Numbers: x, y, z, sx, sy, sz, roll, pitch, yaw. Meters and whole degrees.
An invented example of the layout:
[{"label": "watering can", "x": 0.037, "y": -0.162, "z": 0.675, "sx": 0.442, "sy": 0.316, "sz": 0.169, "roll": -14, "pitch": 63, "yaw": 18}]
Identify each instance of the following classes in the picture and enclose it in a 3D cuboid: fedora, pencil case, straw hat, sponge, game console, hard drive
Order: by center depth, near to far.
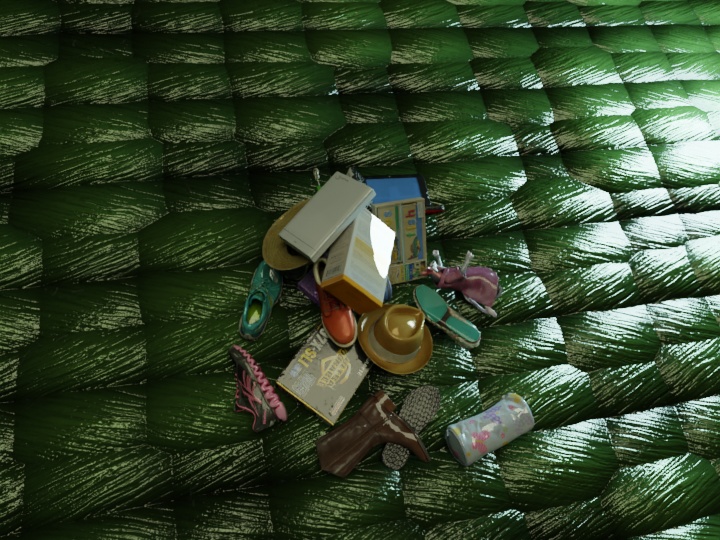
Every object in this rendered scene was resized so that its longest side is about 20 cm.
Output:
[{"label": "hard drive", "x": -0.075, "y": -0.121, "z": 1.179, "sx": 0.200, "sy": 0.027, "sz": 0.131, "roll": -48, "pitch": 47, "yaw": -11}, {"label": "pencil case", "x": 0.285, "y": 0.349, "z": 1.195, "sx": 0.198, "sy": 0.083, "sz": 0.092, "roll": -23, "pitch": 77, "yaw": -18}, {"label": "fedora", "x": 0.090, "y": 0.136, "z": 1.229, "sx": 0.198, "sy": 0.082, "sz": 0.203, "roll": 15, "pitch": 45, "yaw": -15}, {"label": "straw hat", "x": -0.119, "y": -0.061, "z": 1.236, "sx": 0.198, "sy": 0.085, "sz": 0.204, "roll": -15, "pitch": 51, "yaw": 19}, {"label": "sponge", "x": -0.050, "y": 0.003, "z": 1.324, "sx": 0.111, "sy": 0.030, "sz": 0.200, "roll": 39, "pitch": 64, "yaw": 7}, {"label": "game console", "x": 0.098, "y": -0.199, "z": 1.400, "sx": 0.196, "sy": 0.172, "sz": 0.121, "roll": -5, "pitch": 93, "yaw": -11}]

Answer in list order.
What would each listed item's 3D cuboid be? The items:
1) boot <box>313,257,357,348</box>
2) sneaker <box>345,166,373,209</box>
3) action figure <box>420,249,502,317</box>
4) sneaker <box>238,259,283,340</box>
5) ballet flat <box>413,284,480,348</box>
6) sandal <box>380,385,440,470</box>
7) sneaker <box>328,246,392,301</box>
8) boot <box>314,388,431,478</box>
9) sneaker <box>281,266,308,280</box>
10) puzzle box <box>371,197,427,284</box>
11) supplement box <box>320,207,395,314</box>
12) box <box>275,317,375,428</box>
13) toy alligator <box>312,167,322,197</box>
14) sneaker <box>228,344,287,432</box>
[{"label": "boot", "x": -0.061, "y": 0.070, "z": 1.193, "sx": 0.074, "sy": 0.107, "sz": 0.203, "roll": -19, "pitch": 73, "yaw": -4}, {"label": "sneaker", "x": -0.021, "y": -0.181, "z": 1.339, "sx": 0.074, "sy": 0.080, "sz": 0.201, "roll": 41, "pitch": 19, "yaw": -24}, {"label": "action figure", "x": 0.237, "y": 0.026, "z": 1.331, "sx": 0.197, "sy": 0.134, "sz": 0.152, "roll": 7, "pitch": 91, "yaw": -16}, {"label": "sneaker", "x": -0.225, "y": 0.060, "z": 1.241, "sx": 0.076, "sy": 0.080, "sz": 0.203, "roll": 13, "pitch": 63, "yaw": -3}, {"label": "ballet flat", "x": 0.199, "y": 0.119, "z": 1.297, "sx": 0.200, "sy": 0.064, "sz": 0.075, "roll": 43, "pitch": 64, "yaw": 13}, {"label": "sandal", "x": 0.106, "y": 0.340, "z": 1.194, "sx": 0.075, "sy": 0.048, "sz": 0.202, "roll": 33, "pitch": 77, "yaw": 8}, {"label": "sneaker", "x": 0.000, "y": 0.000, "z": 1.281, "sx": 0.082, "sy": 0.074, "sz": 0.201, "roll": -28, "pitch": 66, "yaw": -25}, {"label": "boot", "x": 0.023, "y": 0.380, "z": 1.131, "sx": 0.199, "sy": 0.064, "sz": 0.187, "roll": -39, "pitch": 77, "yaw": -6}, {"label": "sneaker", "x": -0.149, "y": -0.072, "z": 1.314, "sx": 0.073, "sy": 0.081, "sz": 0.203, "roll": 11, "pitch": 64, "yaw": -4}, {"label": "puzzle box", "x": 0.096, "y": -0.069, "z": 1.314, "sx": 0.131, "sy": 0.025, "sz": 0.203, "roll": -11, "pitch": 109, "yaw": -17}, {"label": "supplement box", "x": -0.002, "y": -0.025, "z": 1.179, "sx": 0.126, "sy": 0.073, "sz": 0.202, "roll": 37, "pitch": 50, "yaw": -32}, {"label": "box", "x": -0.070, "y": 0.220, "z": 1.213, "sx": 0.159, "sy": 0.050, "sz": 0.201, "roll": 34, "pitch": 65, "yaw": 8}, {"label": "toy alligator", "x": -0.099, "y": -0.173, "z": 1.378, "sx": 0.054, "sy": 0.059, "sz": 0.202, "roll": -18, "pitch": 70, "yaw": -23}, {"label": "sneaker", "x": -0.240, "y": 0.255, "z": 1.159, "sx": 0.095, "sy": 0.079, "sz": 0.201, "roll": -34, "pitch": 73, "yaw": -10}]
